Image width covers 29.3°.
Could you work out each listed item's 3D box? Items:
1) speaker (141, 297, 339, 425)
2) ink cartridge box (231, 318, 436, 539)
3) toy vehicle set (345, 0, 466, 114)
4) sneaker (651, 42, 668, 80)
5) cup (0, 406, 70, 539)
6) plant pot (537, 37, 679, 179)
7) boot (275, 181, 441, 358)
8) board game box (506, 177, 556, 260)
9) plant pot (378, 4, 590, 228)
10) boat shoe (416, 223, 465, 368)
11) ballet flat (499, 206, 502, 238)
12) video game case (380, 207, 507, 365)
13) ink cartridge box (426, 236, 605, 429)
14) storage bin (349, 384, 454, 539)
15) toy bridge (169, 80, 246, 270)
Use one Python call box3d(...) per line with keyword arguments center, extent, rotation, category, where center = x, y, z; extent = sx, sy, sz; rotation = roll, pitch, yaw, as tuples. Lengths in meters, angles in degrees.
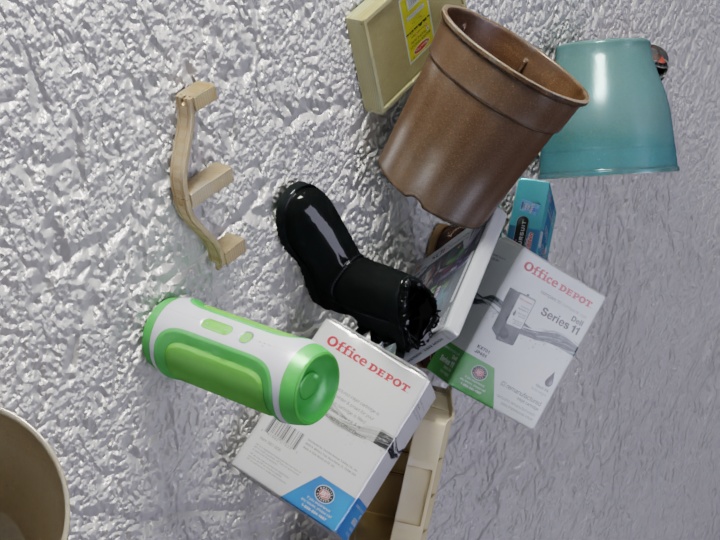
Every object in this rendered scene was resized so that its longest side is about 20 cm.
box3d(center=(-0.119, 0.088, 1.355), extent=(0.088, 0.199, 0.089), rotation=(-29, 128, -47), category="speaker")
box3d(center=(-0.026, 0.179, 1.555), extent=(0.201, 0.144, 0.084), rotation=(-56, 162, -11), category="ink cartridge box")
box3d(center=(0.059, -0.290, 1.619), extent=(0.200, 0.026, 0.125), rotation=(-47, 139, -36), category="toy vehicle set")
box3d(center=(0.445, -0.309, 2.144), extent=(0.199, 0.081, 0.078), rotation=(-22, 122, -51), category="sneaker")
box3d(center=(-0.331, 0.225, 1.134), extent=(0.201, 0.199, 0.144), rotation=(-56, 169, -25), category="cup")
box3d(center=(0.344, -0.228, 1.945), extent=(0.199, 0.199, 0.190), rotation=(-9, 96, -55), category="plant pot")
box3d(center=(-0.001, 0.000, 1.528), extent=(0.073, 0.162, 0.199), rotation=(-44, 138, -25), category="boot")
box3d(center=(0.227, -0.010, 1.916), extent=(0.151, 0.046, 0.202), rotation=(50, 52, -72), category="board game box")
box3d(center=(0.130, -0.171, 1.607), extent=(0.200, 0.200, 0.199), rotation=(-1, 129, -56), category="plant pot")
box3d(center=(0.117, 0.042, 1.817), extent=(0.070, 0.070, 0.202), rotation=(-18, 120, -53), category="boat shoe")
box3d(center=(0.156, -0.011, 1.870), extent=(0.070, 0.067, 0.202), rotation=(-54, 151, -70), category="ballet flat")
box3d(center=(0.090, 0.034, 1.665), extent=(0.023, 0.182, 0.201), rotation=(35, 51, -13), category="video game case")
box3d(center=(0.201, 0.079, 1.775), extent=(0.146, 0.083, 0.201), rotation=(28, 91, -20), category="ink cartridge box")
box3d(center=(0.049, 0.246, 1.700), extent=(0.199, 0.093, 0.202), rotation=(-69, 171, -82), category="storage bin")
box3d(center=(-0.158, -0.085, 1.381), extent=(0.067, 0.027, 0.202), rotation=(-39, 134, -39), category="toy bridge")
